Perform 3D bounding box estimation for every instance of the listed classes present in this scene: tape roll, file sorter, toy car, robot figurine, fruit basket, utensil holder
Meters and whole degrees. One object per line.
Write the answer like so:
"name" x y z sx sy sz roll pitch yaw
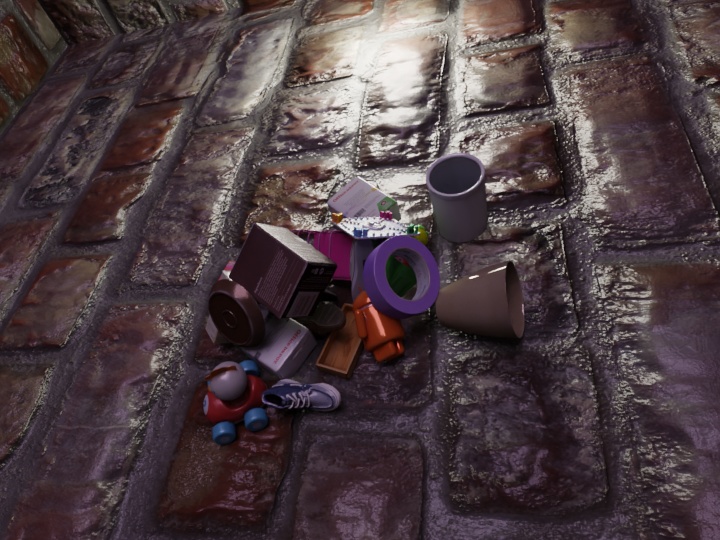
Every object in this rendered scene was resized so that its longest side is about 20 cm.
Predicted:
"tape roll" 0.106 0.018 1.427 0.065 0.199 0.202 -29 27 58
"file sorter" -0.109 -0.049 1.607 0.197 0.124 0.143 3 89 44
"toy car" -0.346 0.303 1.431 0.173 0.202 0.187 -22 48 1
"robot figurine" 0.046 0.134 1.462 0.141 0.117 0.204 -15 71 -16
"fruit basket" 0.105 -0.055 1.593 0.212 0.154 0.221 -13 67 33
"utensil holder" 0.284 -0.206 1.619 0.165 0.202 0.173 -9 50 10

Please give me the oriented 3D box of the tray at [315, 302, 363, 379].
"tray" -0.037 0.190 1.524 0.096 0.037 0.203 10 58 25

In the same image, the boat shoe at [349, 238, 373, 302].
"boat shoe" 0.000 0.000 1.536 0.070 0.205 0.066 -9 20 -14

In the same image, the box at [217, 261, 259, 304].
"box" -0.322 0.047 1.694 0.195 0.101 0.097 6 55 24

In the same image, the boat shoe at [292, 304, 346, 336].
"boat shoe" -0.102 0.140 1.531 0.197 0.069 0.072 4 47 47

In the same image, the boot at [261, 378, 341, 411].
"boot" -0.151 0.327 1.408 0.195 0.075 0.090 1 10 28

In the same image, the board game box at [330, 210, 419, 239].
"board game box" 0.038 -0.131 1.563 0.195 0.027 0.200 -5 20 -24

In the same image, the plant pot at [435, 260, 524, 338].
"plant pot" 0.297 0.083 1.415 0.196 0.188 0.191 -8 49 28

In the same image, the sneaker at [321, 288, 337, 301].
"sneaker" -0.167 0.082 1.614 0.195 0.070 0.092 14 85 -12

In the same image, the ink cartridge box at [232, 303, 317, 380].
"ink cartridge box" -0.240 0.198 1.552 0.197 0.085 0.147 26 67 33

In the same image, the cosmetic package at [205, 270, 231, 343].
"cosmetic package" -0.361 0.104 1.587 0.102 0.203 0.073 -1 34 -40

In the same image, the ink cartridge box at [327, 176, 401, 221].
"ink cartridge box" 0.010 -0.191 1.778 0.144 0.085 0.199 -41 52 -15

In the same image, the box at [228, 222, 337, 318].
"box" -0.201 0.002 1.464 0.198 0.165 0.167 34 103 22

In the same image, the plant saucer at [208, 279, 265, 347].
"plant saucer" -0.333 0.121 1.465 0.196 0.205 0.034 16 34 29
